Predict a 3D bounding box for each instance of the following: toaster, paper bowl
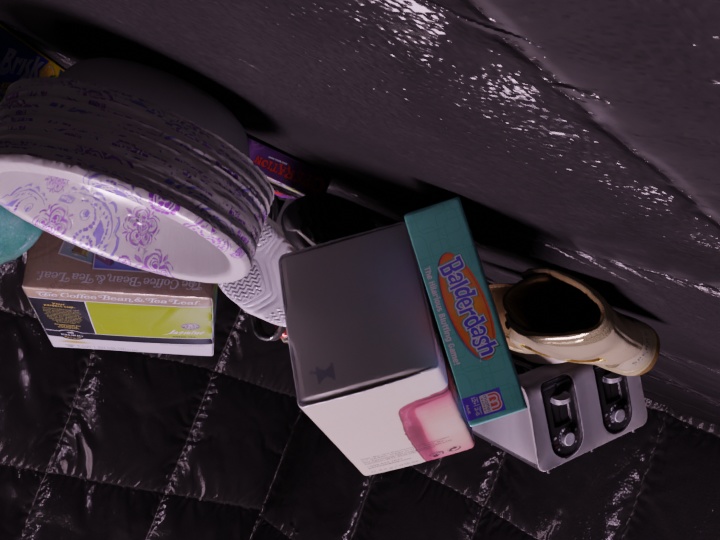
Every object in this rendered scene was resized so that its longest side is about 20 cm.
[{"bbox_3d":[0.236,0.151,1.133,0.179,0.120,0.200,-16,-164,-24],"label":"toaster"},{"bbox_3d":[-0.159,-0.074,0.633,0.199,0.105,0.201,16,164,5],"label":"paper bowl"}]

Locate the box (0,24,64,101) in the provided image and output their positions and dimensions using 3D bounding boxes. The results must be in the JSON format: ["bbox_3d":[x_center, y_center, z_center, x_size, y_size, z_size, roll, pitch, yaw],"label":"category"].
[{"bbox_3d":[-0.308,-0.164,0.739,0.069,0.065,0.200,17,176,8],"label":"box"}]

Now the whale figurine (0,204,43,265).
[{"bbox_3d":[-0.299,-0.073,0.664,0.103,0.161,0.200,-20,173,-4],"label":"whale figurine"}]

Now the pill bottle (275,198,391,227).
[{"bbox_3d":[0.000,0.000,0.930,0.198,0.115,0.114,23,177,-11],"label":"pill bottle"}]

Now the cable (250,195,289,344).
[{"bbox_3d":[-0.098,-0.001,0.993,0.201,0.096,0.050,62,-176,12],"label":"cable"}]

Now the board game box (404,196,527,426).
[{"bbox_3d":[0.085,0.038,0.695,0.045,0.154,0.200,-18,172,7],"label":"board game box"}]

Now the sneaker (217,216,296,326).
[{"bbox_3d":[-0.109,-0.032,0.818,0.200,0.076,0.114,45,-172,5],"label":"sneaker"}]

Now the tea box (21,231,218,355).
[{"bbox_3d":[-0.264,0.003,1.027,0.198,0.135,0.197,4,157,-8],"label":"tea box"}]

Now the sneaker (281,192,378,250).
[{"bbox_3d":[-0.007,0.000,0.796,0.199,0.071,0.090,21,137,-41],"label":"sneaker"}]

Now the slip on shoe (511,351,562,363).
[{"bbox_3d":[0.207,0.065,1.093,0.199,0.076,0.061,7,124,51],"label":"slip on shoe"}]

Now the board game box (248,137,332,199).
[{"bbox_3d":[-0.133,-0.112,0.775,0.198,0.033,0.120,24,-179,-23],"label":"board game box"}]

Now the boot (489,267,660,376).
[{"bbox_3d":[0.160,0.039,0.821,0.199,0.074,0.155,18,176,38],"label":"boot"}]

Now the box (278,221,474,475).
[{"bbox_3d":[0.019,0.072,0.729,0.108,0.129,0.200,-15,151,7],"label":"box"}]

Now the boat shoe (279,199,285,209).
[{"bbox_3d":[-0.135,-0.058,1.082,0.198,0.072,0.076,23,-143,-6],"label":"boat shoe"}]
